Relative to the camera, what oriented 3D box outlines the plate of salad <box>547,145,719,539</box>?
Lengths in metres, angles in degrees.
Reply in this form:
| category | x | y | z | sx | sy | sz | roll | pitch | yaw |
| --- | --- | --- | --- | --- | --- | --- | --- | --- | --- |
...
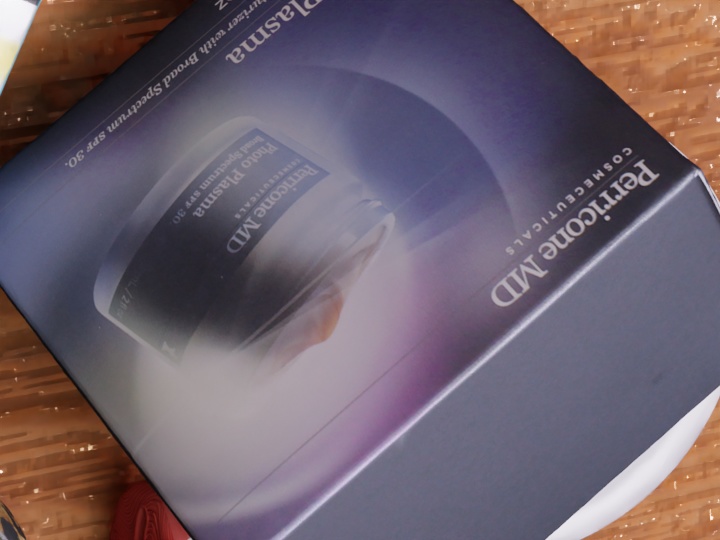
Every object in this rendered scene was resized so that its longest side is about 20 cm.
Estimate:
| category | x | y | z | sx | sy | sz | roll | pitch | yaw |
| --- | --- | --- | --- | --- | --- | --- | --- | --- | --- |
| plate of salad | 0.071 | 0.032 | 0.982 | 0.199 | 0.048 | 0.201 | -8 | 113 | -19 |

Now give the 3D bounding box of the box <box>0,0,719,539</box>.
| category | x | y | z | sx | sy | sz | roll | pitch | yaw |
| --- | --- | --- | --- | --- | --- | --- | --- | --- | --- |
| box | 0.000 | 0.000 | 0.838 | 0.200 | 0.198 | 0.123 | -41 | 145 | -3 |

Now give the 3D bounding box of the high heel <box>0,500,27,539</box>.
| category | x | y | z | sx | sy | sz | roll | pitch | yaw |
| --- | --- | --- | --- | --- | --- | --- | --- | --- | --- |
| high heel | -0.156 | 0.114 | 0.869 | 0.071 | 0.143 | 0.200 | -33 | 118 | -7 |

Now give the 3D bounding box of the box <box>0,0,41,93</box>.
| category | x | y | z | sx | sy | sz | roll | pitch | yaw |
| --- | --- | --- | --- | --- | --- | --- | --- | --- | --- |
| box | -0.158 | -0.097 | 0.840 | 0.082 | 0.049 | 0.201 | 20 | 102 | -27 |

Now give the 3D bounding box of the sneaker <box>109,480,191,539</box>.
| category | x | y | z | sx | sy | sz | roll | pitch | yaw |
| --- | --- | --- | --- | --- | --- | --- | --- | --- | --- |
| sneaker | -0.029 | 0.148 | 0.983 | 0.115 | 0.078 | 0.201 | -24 | 129 | -21 |
